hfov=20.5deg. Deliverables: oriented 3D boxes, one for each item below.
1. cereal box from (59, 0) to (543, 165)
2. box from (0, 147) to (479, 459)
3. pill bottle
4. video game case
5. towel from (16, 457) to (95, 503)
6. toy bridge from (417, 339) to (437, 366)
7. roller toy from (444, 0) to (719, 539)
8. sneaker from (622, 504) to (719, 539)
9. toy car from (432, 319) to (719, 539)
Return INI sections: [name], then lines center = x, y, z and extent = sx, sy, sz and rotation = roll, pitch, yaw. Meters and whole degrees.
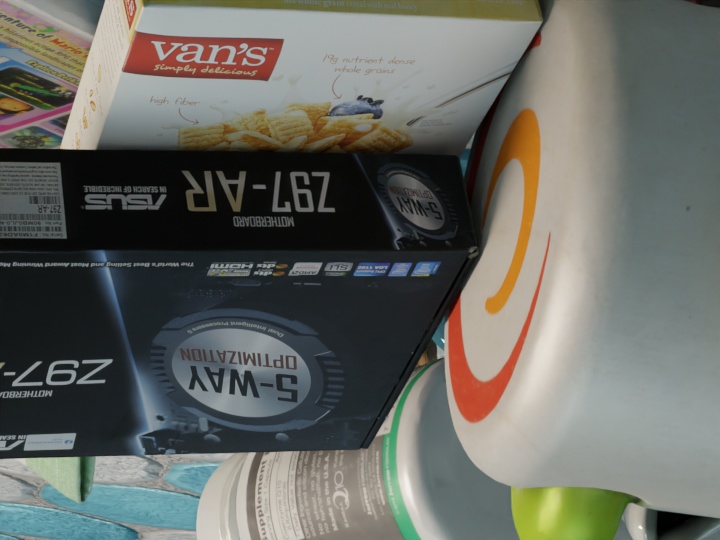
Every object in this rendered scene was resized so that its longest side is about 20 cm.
[cereal box]
center = -0.035, -0.048, 0.734
extent = 0.143, 0.040, 0.200
rotation = -1, 151, -20
[box]
center = -0.074, 0.016, 0.748
extent = 0.199, 0.044, 0.160
rotation = 0, 149, -18
[pill bottle]
center = 0.009, 0.115, 0.989
extent = 0.113, 0.114, 0.200
rotation = 17, 155, -32
[video game case]
center = -0.140, -0.068, 0.774
extent = 0.181, 0.024, 0.200
rotation = -12, 158, 36
[towel]
center = -0.199, 0.012, 0.894
extent = 0.199, 0.023, 0.153
rotation = 33, 149, 12
[toy bridge]
center = -0.002, 0.040, 1.024
extent = 0.067, 0.027, 0.200
rotation = -35, 152, 17
[roller toy]
center = 0.116, -0.008, 0.695
extent = 0.139, 0.183, 0.200
rotation = 9, 141, -10
[sneaker]
center = 0.191, 0.057, 0.898
extent = 0.074, 0.200, 0.087
rotation = 35, -165, -4
[toy car]
center = 0.129, 0.105, 1.032
extent = 0.176, 0.201, 0.184
rotation = -3, 161, 29
